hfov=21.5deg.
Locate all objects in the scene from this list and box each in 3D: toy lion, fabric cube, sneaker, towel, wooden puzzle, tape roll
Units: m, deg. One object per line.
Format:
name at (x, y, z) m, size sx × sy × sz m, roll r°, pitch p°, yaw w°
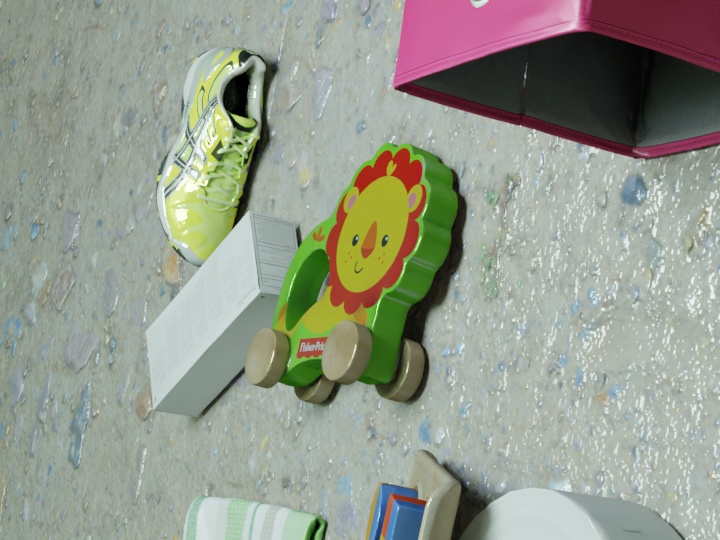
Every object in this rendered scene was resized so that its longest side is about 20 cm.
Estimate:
toy lion at (0.000, 0.000, 1.442) m, size 0.199 × 0.068 × 0.193 m, roll -9°, pitch 65°, yaw 58°
fabric cube at (0.157, -0.193, 1.102) m, size 0.196 × 0.199 × 0.201 m, roll -7°, pitch 73°, yaw 59°
sneaker at (-0.129, -0.104, 1.672) m, size 0.076 × 0.075 × 0.202 m, roll -8°, pitch 74°, yaw 58°
towel at (-0.098, 0.261, 1.536) m, size 0.199 × 0.030 × 0.151 m, roll -4°, pitch 77°, yaw 58°
wooden puzzle at (0.021, 0.217, 1.248) m, size 0.200 × 0.046 × 0.187 m, roll -148°, pitch 70°, yaw -89°
tape roll at (0.122, 0.233, 1.138) m, size 0.202 × 0.070 × 0.204 m, roll -30°, pitch 55°, yaw 53°

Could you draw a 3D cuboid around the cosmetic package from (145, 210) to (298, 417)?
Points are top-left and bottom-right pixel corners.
cosmetic package at (-0.118, 0.041, 1.624) m, size 0.200 × 0.050 × 0.083 m, roll -46°, pitch 41°, yaw 43°
